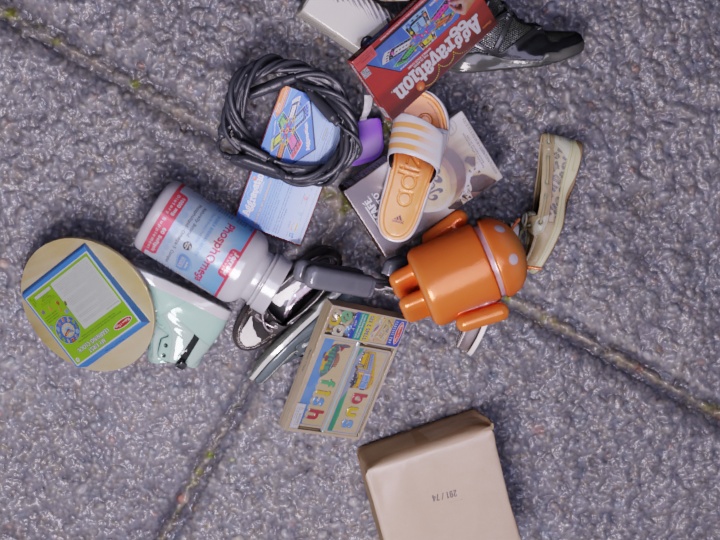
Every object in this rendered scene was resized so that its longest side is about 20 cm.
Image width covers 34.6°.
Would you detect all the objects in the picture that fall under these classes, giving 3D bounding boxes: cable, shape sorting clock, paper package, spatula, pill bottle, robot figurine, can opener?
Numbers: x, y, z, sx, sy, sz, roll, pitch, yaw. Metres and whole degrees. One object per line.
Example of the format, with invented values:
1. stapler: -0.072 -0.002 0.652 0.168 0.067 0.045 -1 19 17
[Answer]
1. cable: -0.089 -0.200 1.566 0.199 0.051 0.164 17 92 -9
2. shape sorting clock: -0.370 0.046 1.572 0.199 0.039 0.201 7 113 17
3. paper package: 0.114 0.327 1.692 0.199 0.103 0.192 -17 102 -6
4. spatula: 0.009 -0.231 1.574 0.056 0.021 0.201 -17 137 -20
5. pill bottle: -0.197 -0.027 1.567 0.199 0.109 0.109 31 94 -5
6. robot figurine: 0.140 0.000 1.573 0.199 0.144 0.117 -22 119 2
7. can opener: 0.000 0.000 1.599 0.199 0.053 0.067 11 100 -41

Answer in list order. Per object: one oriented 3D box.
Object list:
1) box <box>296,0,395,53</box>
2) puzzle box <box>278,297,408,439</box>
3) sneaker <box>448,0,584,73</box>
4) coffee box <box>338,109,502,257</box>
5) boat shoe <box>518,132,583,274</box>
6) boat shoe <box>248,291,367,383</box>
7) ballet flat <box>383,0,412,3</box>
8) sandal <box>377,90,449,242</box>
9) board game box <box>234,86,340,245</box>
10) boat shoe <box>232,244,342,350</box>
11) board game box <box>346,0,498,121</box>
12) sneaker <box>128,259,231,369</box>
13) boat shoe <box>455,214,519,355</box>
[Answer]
1. box: 0.014 -0.324 1.572 0.199 0.082 0.069 31 93 -14
2. puzzle box: -0.024 0.144 1.641 0.132 0.025 0.201 11 107 -32
3. sneaker: 0.214 -0.338 1.600 0.198 0.076 0.115 -4 107 -2
4. coffee box: 0.082 -0.123 1.616 0.199 0.080 0.113 -35 101 -1
5. boat shoe: 0.262 -0.096 1.659 0.062 0.073 0.201 17 87 -5
6. boat shoe: -0.073 0.097 1.639 0.200 0.073 0.062 -44 100 -4
7. ballet flat: 0.064 -0.383 1.527 0.199 0.067 0.068 -6 128 -40
8. sandal: 0.072 -0.139 1.540 0.079 0.059 0.208 11 91 -1
9. board game box: -0.096 -0.146 1.610 0.102 0.019 0.201 20 97 -13
10. boat shoe: -0.106 0.039 1.630 0.200 0.057 0.067 -44 103 1
11. board game box: 0.084 -0.300 1.517 0.200 0.019 0.103 -43 122 -8
12. sneaker: -0.291 0.063 1.597 0.199 0.074 0.119 27 93 -13
13. boat shoe: 0.170 0.020 1.663 0.059 0.072 0.201 18 93 -5
